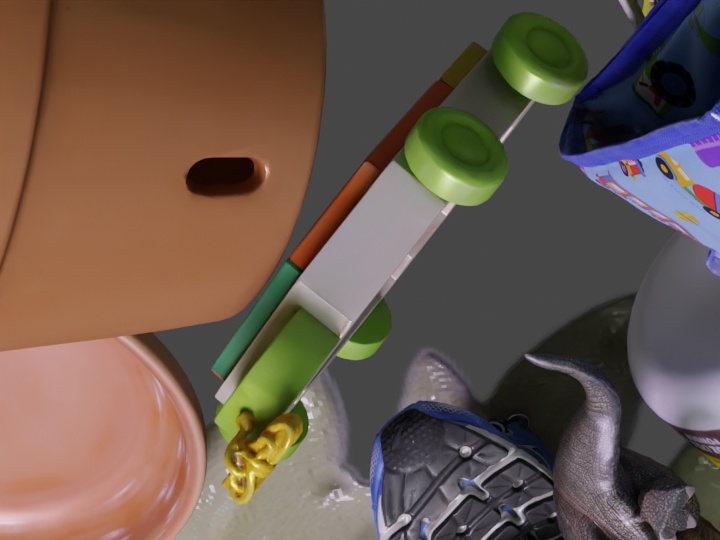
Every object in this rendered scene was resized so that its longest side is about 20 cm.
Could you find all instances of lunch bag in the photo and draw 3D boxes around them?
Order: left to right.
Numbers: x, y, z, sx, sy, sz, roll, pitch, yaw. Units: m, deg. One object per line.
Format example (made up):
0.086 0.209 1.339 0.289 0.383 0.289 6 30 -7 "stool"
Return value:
0.145 -0.021 0.692 0.150 0.094 0.200 29 163 -7 "lunch bag"

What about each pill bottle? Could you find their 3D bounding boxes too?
0.197 0.057 0.874 0.109 0.110 0.200 -32 123 32 "pill bottle"

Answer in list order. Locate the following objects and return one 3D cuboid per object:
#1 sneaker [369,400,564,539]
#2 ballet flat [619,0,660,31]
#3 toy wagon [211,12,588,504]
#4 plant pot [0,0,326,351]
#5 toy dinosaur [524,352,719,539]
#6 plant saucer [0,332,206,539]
0.045 0.097 0.930 0.078 0.089 0.200 -36 146 2 "sneaker"
0.100 -0.128 0.730 0.067 0.067 0.201 -15 135 0 "ballet flat"
0.000 0.000 0.781 0.040 0.200 0.155 38 131 2 "toy wagon"
-0.100 -0.059 0.752 0.139 0.201 0.200 7 138 -25 "plant pot"
0.107 0.102 0.844 0.200 0.102 0.077 36 85 -23 "toy dinosaur"
-0.159 0.057 0.967 0.199 0.038 0.201 4 134 4 "plant saucer"
